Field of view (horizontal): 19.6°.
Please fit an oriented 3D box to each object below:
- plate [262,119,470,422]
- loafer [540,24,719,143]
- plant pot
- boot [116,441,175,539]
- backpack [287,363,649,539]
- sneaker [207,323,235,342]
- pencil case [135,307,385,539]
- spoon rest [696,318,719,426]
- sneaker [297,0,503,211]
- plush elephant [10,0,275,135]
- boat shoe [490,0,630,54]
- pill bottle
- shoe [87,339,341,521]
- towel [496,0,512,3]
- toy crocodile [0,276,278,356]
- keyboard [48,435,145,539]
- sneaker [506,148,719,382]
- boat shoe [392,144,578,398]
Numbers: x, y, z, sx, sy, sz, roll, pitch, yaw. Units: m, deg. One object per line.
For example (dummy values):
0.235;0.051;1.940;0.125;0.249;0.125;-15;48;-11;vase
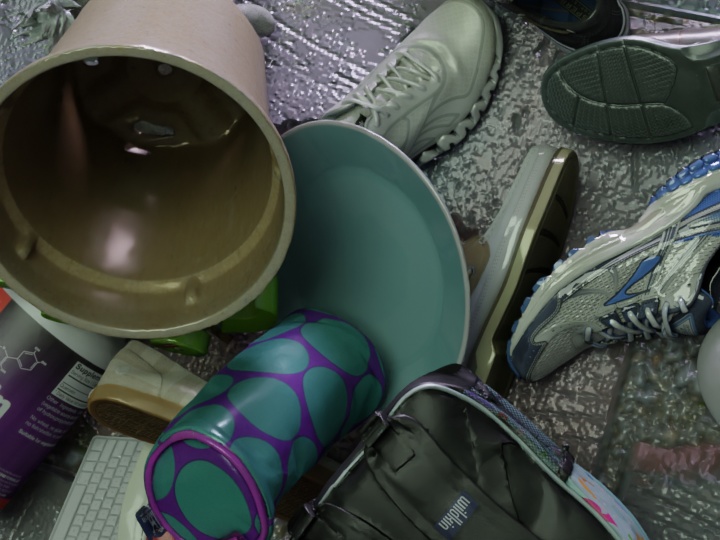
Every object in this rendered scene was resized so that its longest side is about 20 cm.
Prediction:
0.000;0.000;1.329;0.200;0.026;0.201;18;117;39;plate
0.218;-0.126;1.344;0.200;0.063;0.072;-6;104;24;loafer
-0.133;-0.091;1.303;0.200;0.201;0.184;-21;29;16;plant pot
-0.089;0.199;1.370;0.144;0.072;0.200;4;69;10;boot
0.074;0.176;1.243;0.200;0.151;0.178;40;101;12;backpack
-0.126;-0.043;1.452;0.090;0.075;0.200;-43;70;-3;sneaker
-0.055;0.097;1.254;0.085;0.200;0.093;-9;108;26;pencil case
0.269;0.104;1.248;0.099;0.061;0.200;-15;59;-5;spoon rest
0.022;-0.104;1.399;0.075;0.081;0.200;37;89;29;sneaker
-0.128;-0.178;1.452;0.165;0.155;0.200;-33;18;52;plush elephant
0.096;-0.211;1.405;0.070;0.066;0.200;-48;64;3;boat shoe
-0.240;0.068;1.437;0.112;0.112;0.200;40;92;27;pill bottle
-0.078;0.107;1.357;0.200;0.070;0.053;26;55;-4;shoe
0.110;-0.278;1.401;0.200;0.035;0.193;-33;59;-20;towel
-0.151;0.008;1.359;0.200;0.062;0.068;14;78;0;toy crocodile
-0.190;0.196;1.396;0.056;0.011;0.200;5;54;21;keyboard
0.180;0.012;1.303;0.200;0.077;0.085;-40;68;8;sneaker
0.079;0.007;1.344;0.068;0.075;0.200;21;86;23;boat shoe
